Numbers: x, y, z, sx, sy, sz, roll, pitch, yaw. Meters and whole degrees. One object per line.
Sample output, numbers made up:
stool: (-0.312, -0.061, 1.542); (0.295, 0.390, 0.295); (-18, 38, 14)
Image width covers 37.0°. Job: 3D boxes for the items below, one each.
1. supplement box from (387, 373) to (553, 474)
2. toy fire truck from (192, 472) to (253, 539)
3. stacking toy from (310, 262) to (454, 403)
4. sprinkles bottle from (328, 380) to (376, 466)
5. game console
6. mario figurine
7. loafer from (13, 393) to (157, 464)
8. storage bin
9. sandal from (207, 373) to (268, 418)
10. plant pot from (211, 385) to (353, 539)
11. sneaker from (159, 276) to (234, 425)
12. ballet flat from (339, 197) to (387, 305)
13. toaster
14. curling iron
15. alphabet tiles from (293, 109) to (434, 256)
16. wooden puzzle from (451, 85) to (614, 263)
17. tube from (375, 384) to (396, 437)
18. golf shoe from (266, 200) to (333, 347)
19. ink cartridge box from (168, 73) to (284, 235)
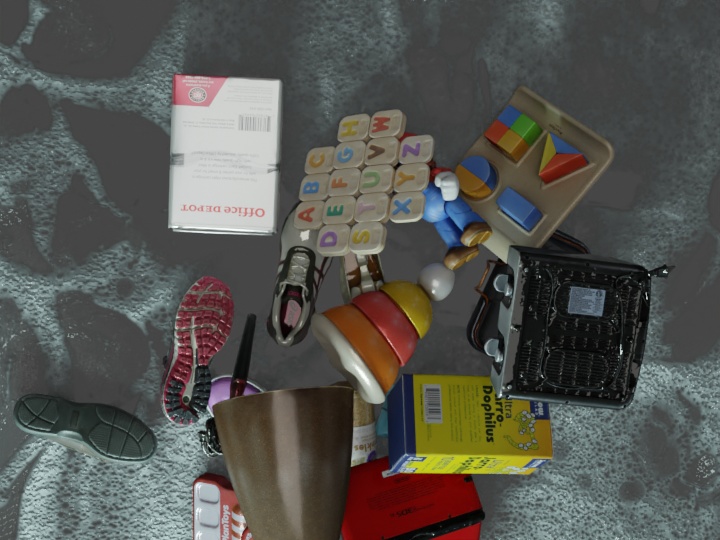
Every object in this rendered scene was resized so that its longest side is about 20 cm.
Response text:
supplement box: (0.142, 0.205, 1.428); (0.197, 0.109, 0.111); (2, 68, -9)
toy fire truck: (-0.158, 0.389, 1.492); (0.166, 0.112, 0.203); (8, 105, 22)
stacking toy: (0.046, 0.063, 1.419); (0.199, 0.146, 0.147); (-38, 98, -11)
sprinkles bottle: (-0.009, 0.257, 1.494); (0.067, 0.068, 0.203); (-4, 97, -3)
game console: (0.059, 0.346, 1.481); (0.198, 0.119, 0.174); (-14, 72, -17)
mario figurine: (0.076, -0.095, 1.413); (0.123, 0.106, 0.201); (-43, 69, 14)
loafer: (-0.377, 0.219, 1.483); (0.198, 0.063, 0.073); (19, 65, -9)
storage bin: (0.232, 0.039, 1.446); (0.144, 0.134, 0.202); (25, 95, -6)
sandal: (-0.136, 0.223, 1.492); (0.082, 0.050, 0.203); (-43, 97, 3)
plant pot: (-0.088, 0.263, 1.370); (0.184, 0.187, 0.203); (-7, 78, -2)
sneaker: (-0.233, 0.105, 1.463); (0.080, 0.074, 0.203); (20, 83, -25)
ballet flat: (0.000, 0.000, 1.464); (0.067, 0.062, 0.203); (-16, 98, -2)
toaster: (0.260, 0.066, 1.323); (0.197, 0.119, 0.183); (6, 98, -6)
curling iron: (-0.172, 0.155, 1.462); (0.049, 0.025, 0.202); (32, 69, -43)
alphabet tiles: (0.001, -0.115, 1.399); (0.193, 0.015, 0.203); (-2, 67, 31)
wooden puzzle: (0.205, -0.127, 1.413); (0.201, 0.046, 0.185); (-53, 53, 6)
tube: (0.123, 0.223, 1.510); (0.197, 0.050, 0.078); (17, 95, -1)
golf shoe: (-0.078, 0.007, 1.449); (0.076, 0.088, 0.203); (9, 95, -3)
ink cartridge box: (-0.176, -0.152, 1.424); (0.143, 0.085, 0.203); (3, 95, -3)
